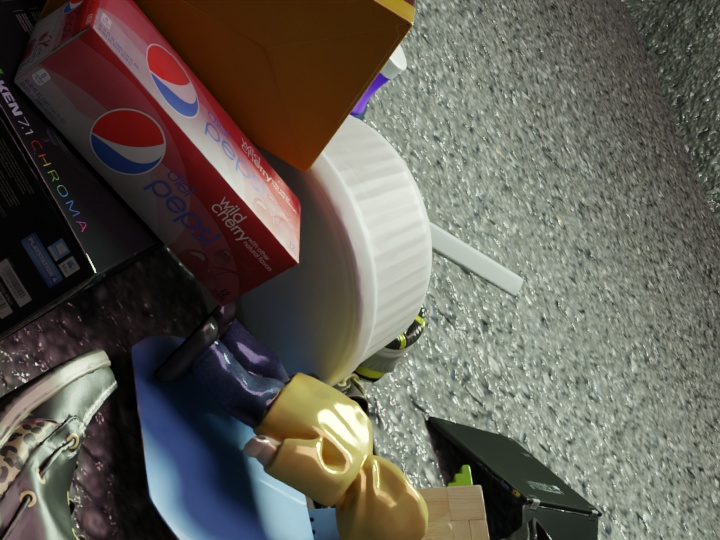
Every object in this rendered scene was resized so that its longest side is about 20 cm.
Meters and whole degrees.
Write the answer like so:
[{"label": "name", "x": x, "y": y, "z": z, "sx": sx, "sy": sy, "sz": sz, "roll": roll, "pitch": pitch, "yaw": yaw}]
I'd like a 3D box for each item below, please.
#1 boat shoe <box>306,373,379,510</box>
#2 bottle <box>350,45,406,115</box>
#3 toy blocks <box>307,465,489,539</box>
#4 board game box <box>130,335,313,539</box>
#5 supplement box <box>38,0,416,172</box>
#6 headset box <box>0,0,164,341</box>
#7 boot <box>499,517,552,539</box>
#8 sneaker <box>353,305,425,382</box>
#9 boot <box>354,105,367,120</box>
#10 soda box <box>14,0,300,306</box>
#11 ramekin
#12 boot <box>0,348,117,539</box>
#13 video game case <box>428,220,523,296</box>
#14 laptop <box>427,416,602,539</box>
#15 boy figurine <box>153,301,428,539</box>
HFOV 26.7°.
[{"label": "boat shoe", "x": -0.019, "y": 0.115, "z": 1.157, "sx": 0.072, "sy": 0.060, "sz": 0.203, "roll": 36, "pitch": 32, "yaw": -46}, {"label": "bottle", "x": -0.057, "y": -0.126, "z": 1.186, "sx": 0.083, "sy": 0.199, "sz": 0.066, "roll": 36, "pitch": 31, "yaw": -48}, {"label": "toy blocks", "x": 0.023, "y": 0.229, "z": 1.018, "sx": 0.100, "sy": 0.135, "sz": 0.202, "roll": 102, "pitch": -17, "yaw": -58}, {"label": "board game box", "x": -0.099, "y": 0.136, "z": 0.985, "sx": 0.157, "sy": 0.039, "sz": 0.201, "roll": 34, "pitch": 28, "yaw": -40}, {"label": "supplement box", "x": -0.072, "y": -0.211, "z": 0.983, "sx": 0.196, "sy": 0.133, "sz": 0.201, "roll": 28, "pitch": 37, "yaw": -15}, {"label": "headset box", "x": -0.197, "y": -0.072, "z": 0.947, "sx": 0.176, "sy": 0.092, "sz": 0.200, "roll": 60, "pitch": 21, "yaw": -3}, {"label": "boot", "x": 0.085, "y": 0.260, "z": 1.108, "sx": 0.070, "sy": 0.131, "sz": 0.201, "roll": 52, "pitch": 23, "yaw": -21}, {"label": "sneaker", "x": 0.000, "y": 0.000, "z": 1.229, "sx": 0.074, "sy": 0.077, "sz": 0.202, "roll": 14, "pitch": 43, "yaw": -18}, {"label": "boot", "x": -0.034, "y": -0.104, "z": 1.271, "sx": 0.090, "sy": 0.072, "sz": 0.203, "roll": 11, "pitch": 94, "yaw": -60}, {"label": "soda box", "x": -0.117, "y": -0.075, "z": 0.919, "sx": 0.200, "sy": 0.063, "sz": 0.070, "roll": 49, "pitch": 24, "yaw": -30}, {"label": "ramekin", "x": -0.035, "y": -0.022, "z": 1.081, "sx": 0.094, "sy": 0.202, "sz": 0.204, "roll": -21, "pitch": 80, "yaw": -37}, {"label": "boot", "x": -0.158, "y": 0.140, "z": 0.791, "sx": 0.152, "sy": 0.073, "sz": 0.200, "roll": 56, "pitch": 25, "yaw": -8}, {"label": "video game case", "x": 0.039, "y": -0.045, "z": 1.409, "sx": 0.181, "sy": 0.023, "sz": 0.199, "roll": 31, "pitch": 2, "yaw": 35}, {"label": "laptop", "x": 0.143, "y": 0.251, "z": 1.424, "sx": 0.199, "sy": 0.117, "sz": 0.187, "roll": 39, "pitch": 8, "yaw": 31}, {"label": "boy figurine", "x": -0.036, "y": 0.106, "z": 0.985, "sx": 0.200, "sy": 0.064, "sz": 0.124, "roll": 44, "pitch": 22, "yaw": -6}]
